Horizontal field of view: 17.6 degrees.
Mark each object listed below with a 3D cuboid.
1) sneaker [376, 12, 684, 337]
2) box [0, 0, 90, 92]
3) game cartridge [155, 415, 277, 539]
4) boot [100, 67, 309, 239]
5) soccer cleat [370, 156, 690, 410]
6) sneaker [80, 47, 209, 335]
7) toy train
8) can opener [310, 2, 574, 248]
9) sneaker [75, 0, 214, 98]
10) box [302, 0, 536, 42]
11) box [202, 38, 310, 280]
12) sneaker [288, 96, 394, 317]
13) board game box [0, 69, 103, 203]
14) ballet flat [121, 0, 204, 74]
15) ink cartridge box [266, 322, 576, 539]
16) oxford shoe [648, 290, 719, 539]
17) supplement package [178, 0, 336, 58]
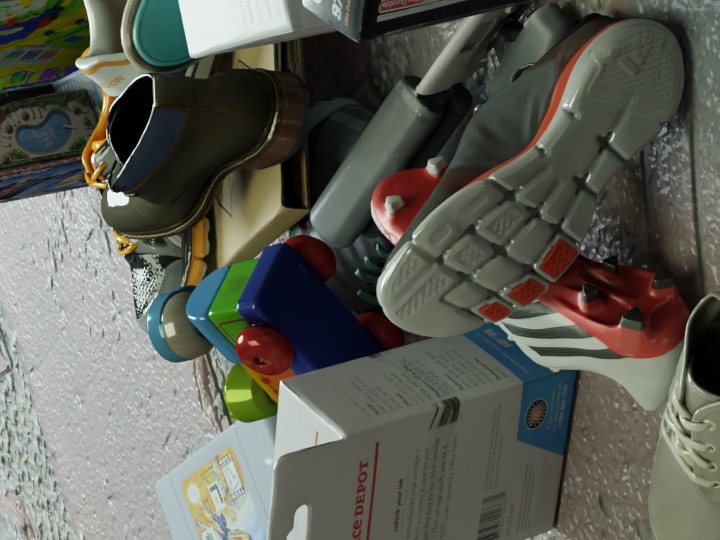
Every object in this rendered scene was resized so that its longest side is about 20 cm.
[{"bbox_3d":[0.080,-0.050,1.188,0.077,0.200,0.082,46,178,-30],"label":"sneaker"},{"bbox_3d":[-0.253,-0.209,1.583,0.193,0.199,0.122,-39,69,55],"label":"box"},{"bbox_3d":[-0.076,0.180,1.619,0.200,0.041,0.134,-40,65,55],"label":"game cartridge"},{"bbox_3d":[-0.124,-0.073,1.367,0.200,0.097,0.075,-31,61,48],"label":"boot"},{"bbox_3d":[0.087,0.009,1.238,0.200,0.069,0.085,26,145,27],"label":"soccer cleat"},{"bbox_3d":[-0.141,-0.057,1.496,0.078,0.077,0.201,173,95,-69],"label":"sneaker"},{"bbox_3d":[-0.030,0.072,1.382,0.115,0.085,0.200,-10,133,41],"label":"toy train"},{"bbox_3d":[0.046,-0.077,1.280,0.067,0.053,0.200,48,127,18],"label":"can opener"},{"bbox_3d":[-0.117,-0.199,1.427,0.078,0.079,0.201,4,78,50],"label":"sneaker"},{"bbox_3d":[0.073,-0.202,1.081,0.046,0.199,0.159,40,134,39],"label":"box"},{"bbox_3d":[-0.072,-0.090,1.448,0.200,0.021,0.164,145,123,-67],"label":"box"},{"bbox_3d":[0.000,0.000,1.397,0.087,0.074,0.201,17,116,48],"label":"sneaker"},{"bbox_3d":[-0.212,-0.098,1.611,0.200,0.200,0.062,-21,86,43],"label":"board game box"},{"bbox_3d":[-0.077,-0.192,1.351,0.069,0.200,0.070,36,165,12],"label":"ballet flat"},{"bbox_3d":[0.017,0.109,1.291,0.067,0.199,0.116,39,133,44],"label":"ink cartridge box"},{"bbox_3d":[0.176,0.073,1.165,0.075,0.058,0.200,50,142,30],"label":"oxford shoe"},{"bbox_3d":[-0.023,-0.231,1.259,0.111,0.155,0.201,-6,97,57],"label":"supplement package"}]
